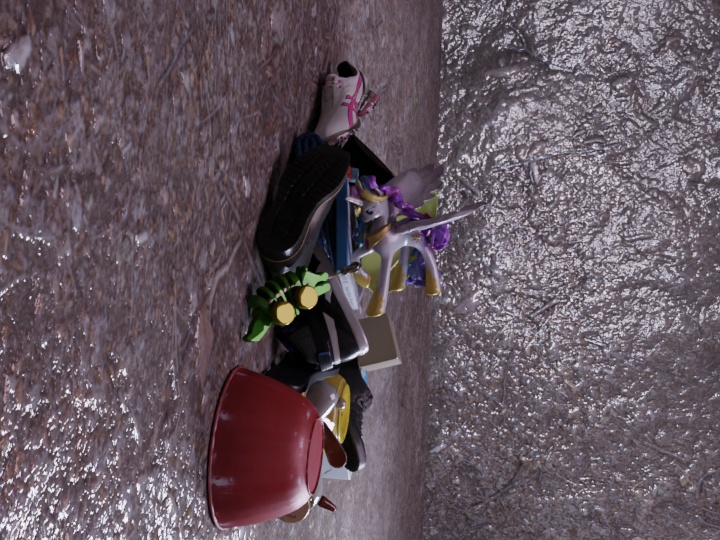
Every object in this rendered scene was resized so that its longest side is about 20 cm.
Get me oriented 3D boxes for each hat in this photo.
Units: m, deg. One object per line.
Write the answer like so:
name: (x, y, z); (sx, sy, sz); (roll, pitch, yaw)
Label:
hat: (-0.001, -0.162, 1.846); (0.081, 0.201, 0.201); (-46, 171, 4)

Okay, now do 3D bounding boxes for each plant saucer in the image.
plant saucer: (0.051, -0.061, 1.697); (0.200, 0.031, 0.200); (-36, 138, -41)

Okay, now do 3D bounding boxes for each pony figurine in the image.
pony figurine: (0.066, -0.056, 1.561); (0.167, 0.193, 0.200); (36, -43, 52)

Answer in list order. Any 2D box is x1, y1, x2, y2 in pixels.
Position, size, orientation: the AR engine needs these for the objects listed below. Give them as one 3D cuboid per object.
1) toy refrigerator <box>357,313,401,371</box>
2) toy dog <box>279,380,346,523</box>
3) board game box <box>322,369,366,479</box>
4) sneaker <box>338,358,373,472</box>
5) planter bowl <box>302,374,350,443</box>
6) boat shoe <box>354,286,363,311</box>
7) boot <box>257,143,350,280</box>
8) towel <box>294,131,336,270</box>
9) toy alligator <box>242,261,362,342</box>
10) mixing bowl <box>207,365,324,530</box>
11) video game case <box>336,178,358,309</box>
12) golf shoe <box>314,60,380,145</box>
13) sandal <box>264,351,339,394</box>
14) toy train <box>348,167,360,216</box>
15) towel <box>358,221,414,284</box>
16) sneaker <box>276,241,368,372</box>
toy refrigerator: (0.024, 0.122, 1.835); (0.200, 0.070, 0.076); (56, 21, -82)
toy dog: (-0.056, 0.260, 1.516); (0.132, 0.096, 0.200); (-96, -152, -57)
board game box: (-0.036, 0.240, 1.936); (0.148, 0.064, 0.200); (85, 12, -47)
sneaker: (-0.013, 0.226, 1.810); (0.060, 0.104, 0.200); (-48, -119, 42)
planter bowl: (-0.063, 0.214, 1.689); (0.200, 0.083, 0.201); (4, 90, -81)
boat shoe: (-0.046, 0.075, 1.819); (0.071, 0.072, 0.200); (106, 4, -47)
boot: (-0.077, -0.061, 1.490); (0.200, 0.077, 0.138); (-56, 160, -31)
towel: (-0.058, -0.101, 1.618); (0.200, 0.048, 0.112); (81, 1, -52)
toy alligator: (-0.081, 0.021, 1.411); (0.200, 0.059, 0.054); (-36, 106, -31)
mixing bowl: (-0.106, 0.221, 1.352); (0.200, 0.108, 0.200); (4, 90, -82)
video game case: (-0.018, -0.037, 1.632); (0.200, 0.018, 0.143); (75, 14, -72)
golf shoe: (-0.039, -0.254, 1.717); (0.092, 0.073, 0.200); (55, 32, -19)
sandal: (-0.089, 0.153, 1.564); (0.200, 0.075, 0.045); (-20, 128, -71)
toy train: (0.013, -0.112, 1.752); (0.150, 0.200, 0.056); (129, -32, -60)
towel: (0.039, -0.053, 1.939); (0.200, 0.050, 0.148); (8, -85, 56)
sneaker: (-0.079, 0.047, 1.562); (0.200, 0.112, 0.073); (62, -13, 19)
